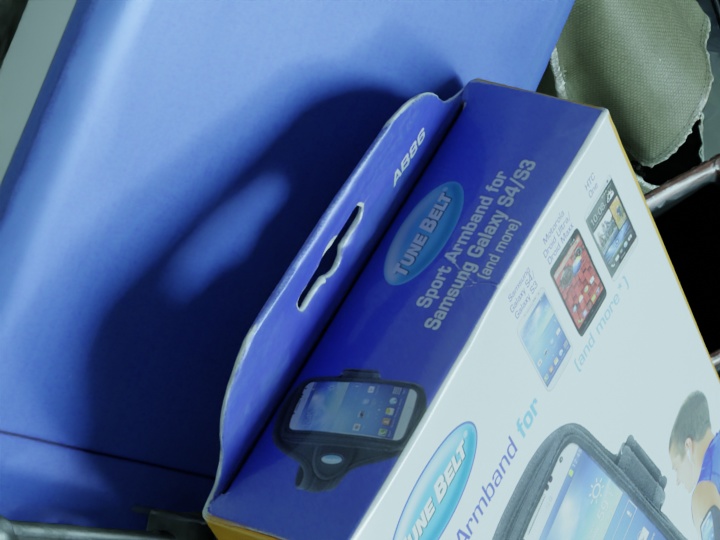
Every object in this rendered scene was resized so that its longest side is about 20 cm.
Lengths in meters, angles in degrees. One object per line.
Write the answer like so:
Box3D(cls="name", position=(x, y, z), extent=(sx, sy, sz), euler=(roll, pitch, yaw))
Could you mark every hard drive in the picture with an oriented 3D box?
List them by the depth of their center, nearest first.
Box3D(cls="hard drive", position=(-0.017, -0.037, 0.630), extent=(0.132, 0.025, 0.200), euler=(17, 98, -47))

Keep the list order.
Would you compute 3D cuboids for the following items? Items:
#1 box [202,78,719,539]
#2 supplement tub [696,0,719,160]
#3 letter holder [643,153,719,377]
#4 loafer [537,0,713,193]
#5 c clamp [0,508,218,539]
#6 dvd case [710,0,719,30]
Box3D(cls="box", position=(0.034, 0.052, 0.668), extent=(0.119, 0.041, 0.200), euler=(-59, 146, -24))
Box3D(cls="supplement tub", position=(0.134, -0.094, 1.095), extent=(0.200, 0.123, 0.123), euler=(-57, 158, -45))
Box3D(cls="letter holder", position=(0.042, 0.064, 0.871), extent=(0.142, 0.101, 0.200), euler=(-26, 172, -22))
Box3D(cls="loafer", position=(0.071, -0.074, 0.858), extent=(0.200, 0.070, 0.075), euler=(65, 44, -69))
Box3D(cls="c clamp", position=(-0.043, 0.146, 0.646), extent=(0.171, 0.027, 0.200), euler=(2, 96, -56))
Box3D(cls="dvd case", position=(0.144, -0.099, 0.978), extent=(0.143, 0.018, 0.200), euler=(-25, 98, -62))
